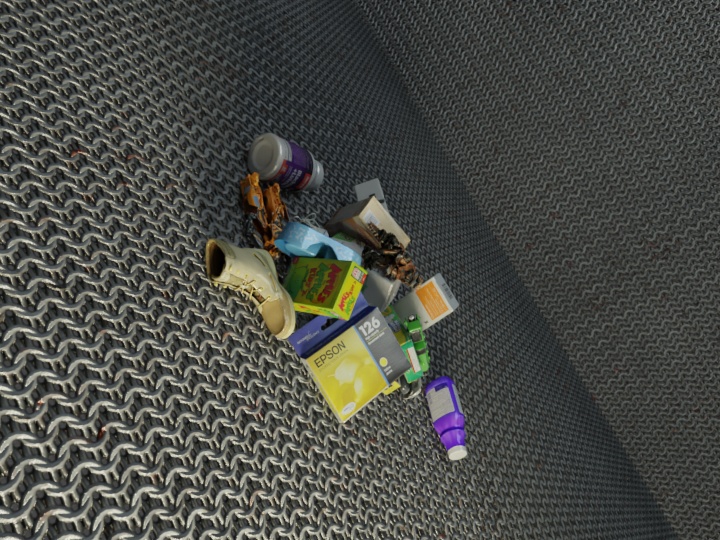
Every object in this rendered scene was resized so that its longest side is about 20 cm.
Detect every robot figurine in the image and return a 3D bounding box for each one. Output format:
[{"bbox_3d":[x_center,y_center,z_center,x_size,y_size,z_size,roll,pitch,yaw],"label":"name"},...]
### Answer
[{"bbox_3d":[-0.205,-0.116,1.373,0.143,0.058,0.204,20,42,-51],"label":"robot figurine"}]

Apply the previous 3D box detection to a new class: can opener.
[{"bbox_3d":[0.123,0.242,1.560,0.067,0.053,0.202,50,23,-25],"label":"can opener"}]

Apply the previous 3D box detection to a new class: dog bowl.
[{"bbox_3d":[-0.085,-0.039,1.292,0.196,0.111,0.051,26,75,-11],"label":"dog bowl"}]

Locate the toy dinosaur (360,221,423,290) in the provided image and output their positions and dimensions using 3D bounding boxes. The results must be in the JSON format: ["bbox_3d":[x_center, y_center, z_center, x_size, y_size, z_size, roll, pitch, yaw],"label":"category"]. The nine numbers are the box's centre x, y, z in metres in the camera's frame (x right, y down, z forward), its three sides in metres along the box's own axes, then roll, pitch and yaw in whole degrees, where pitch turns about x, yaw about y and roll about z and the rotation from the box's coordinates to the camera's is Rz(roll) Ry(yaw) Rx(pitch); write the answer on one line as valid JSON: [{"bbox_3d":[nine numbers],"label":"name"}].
[{"bbox_3d":[0.067,-0.034,1.431,0.198,0.105,0.134,31,8,38],"label":"toy dinosaur"}]

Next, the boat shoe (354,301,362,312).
[{"bbox_3d":[0.004,0.127,1.345,0.202,0.061,0.075,55,20,-6],"label":"boat shoe"}]

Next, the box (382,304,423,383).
[{"bbox_3d":[0.088,0.165,1.492,0.201,0.047,0.120,-123,-169,-57],"label":"box"}]

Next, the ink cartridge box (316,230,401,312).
[{"bbox_3d":[0.000,0.000,1.490,0.196,0.086,0.145,28,24,9],"label":"ink cartridge box"}]

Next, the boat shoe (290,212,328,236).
[{"bbox_3d":[-0.127,-0.091,1.433,0.088,0.073,0.202,61,9,-11],"label":"boat shoe"}]

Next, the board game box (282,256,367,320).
[{"bbox_3d":[-0.081,0.032,1.232,0.047,0.197,0.104,35,71,-36],"label":"board game box"}]

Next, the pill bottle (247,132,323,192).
[{"bbox_3d":[-0.180,-0.261,1.537,0.198,0.110,0.114,12,48,-57],"label":"pill bottle"}]

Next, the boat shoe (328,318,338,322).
[{"bbox_3d":[-0.079,0.063,1.396,0.200,0.073,0.066,48,8,-25],"label":"boat shoe"}]

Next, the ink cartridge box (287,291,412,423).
[{"bbox_3d":[-0.018,0.168,1.261,0.195,0.047,0.203,-33,91,-24],"label":"ink cartridge box"}]

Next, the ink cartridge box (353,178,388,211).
[{"bbox_3d":[0.049,-0.143,1.801,0.148,0.082,0.204,69,5,-49],"label":"ink cartridge box"}]

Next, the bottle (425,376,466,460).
[{"bbox_3d":[0.221,0.373,1.551,0.065,0.083,0.204,33,32,-40],"label":"bottle"}]

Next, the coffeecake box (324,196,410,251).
[{"bbox_3d":[0.014,-0.097,1.601,0.154,0.198,0.074,47,66,-18],"label":"coffeecake box"}]

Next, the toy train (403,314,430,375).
[{"bbox_3d":[0.140,0.182,1.467,0.203,0.040,0.057,72,3,-45],"label":"toy train"}]

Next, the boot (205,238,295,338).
[{"bbox_3d":[-0.210,0.033,1.162,0.154,0.072,0.204,18,43,-55],"label":"boot"}]

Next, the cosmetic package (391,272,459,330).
[{"bbox_3d":[0.146,0.106,1.596,0.103,0.198,0.071,56,24,6],"label":"cosmetic package"}]

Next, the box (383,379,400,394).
[{"bbox_3d":[0.013,0.203,1.406,0.199,0.050,0.077,39,28,-33],"label":"box"}]
